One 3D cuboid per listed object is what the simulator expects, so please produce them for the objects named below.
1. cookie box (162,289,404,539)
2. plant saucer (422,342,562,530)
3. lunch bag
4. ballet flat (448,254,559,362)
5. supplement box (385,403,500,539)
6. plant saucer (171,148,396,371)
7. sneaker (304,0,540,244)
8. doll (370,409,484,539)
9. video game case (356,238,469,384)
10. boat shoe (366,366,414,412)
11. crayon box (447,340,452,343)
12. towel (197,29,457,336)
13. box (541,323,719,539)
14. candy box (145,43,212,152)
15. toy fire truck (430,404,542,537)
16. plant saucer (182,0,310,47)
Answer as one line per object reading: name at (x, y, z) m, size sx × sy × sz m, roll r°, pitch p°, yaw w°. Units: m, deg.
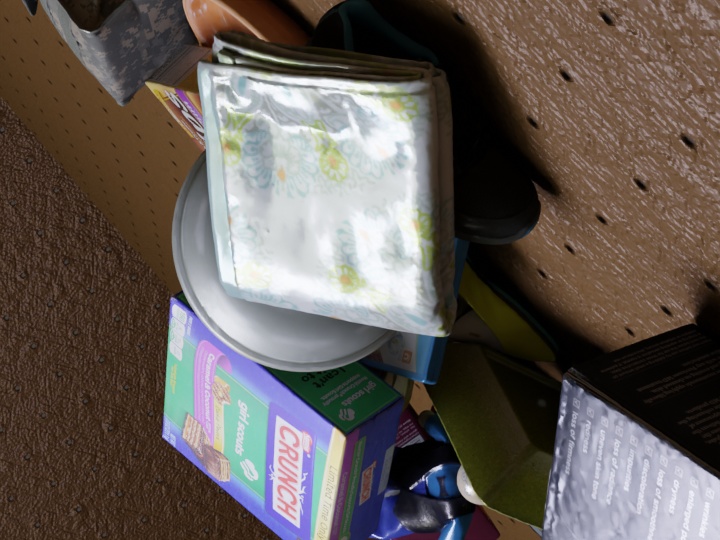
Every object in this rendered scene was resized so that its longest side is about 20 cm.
cookie box at (-0.069, 0.121, 1.255) m, size 0.199 × 0.075 × 0.172 m, roll 35°, pitch 137°, yaw 26°
plant saucer at (0.154, 0.139, 1.233) m, size 0.199 × 0.048 × 0.200 m, roll 26°, pitch -159°, yaw -29°
lunch bag at (-0.247, -0.272, 1.343) m, size 0.200 × 0.117 × 0.164 m, roll 50°, pitch 170°, yaw 12°
ballet flat at (0.080, 0.018, 1.268) m, size 0.200 × 0.067 × 0.067 m, roll 48°, pitch 173°, yaw -11°
supplement box at (0.038, 0.188, 1.458) m, size 0.111 × 0.085 × 0.200 m, roll 54°, pitch 180°, yaw -39°
plant saucer at (-0.039, -0.027, 1.132) m, size 0.200 × 0.200 × 0.050 m, roll 46°, pitch 166°, yaw -2°
sneaker at (0.042, -0.096, 1.008) m, size 0.200 × 0.073 × 0.082 m, roll 41°, pitch 156°, yaw 2°
doll at (0.053, 0.187, 1.271) m, size 0.199 × 0.048 × 0.138 m, roll -23°, pitch 71°, yaw 51°
video game case at (0.000, 0.000, 1.230) m, size 0.199 × 0.144 × 0.018 m, roll 13°, pitch 180°, yaw 43°
boat shoe at (0.015, 0.032, 1.310) m, size 0.074 × 0.201 × 0.068 m, roll -9°, pitch 147°, yaw 24°
crayon box at (0.016, 0.087, 1.394) m, size 0.058 × 0.200 × 0.119 m, roll 47°, pitch 169°, yaw 0°
towel at (-0.021, -0.054, 1.009) m, size 0.170 × 0.048 × 0.201 m, roll 12°, pitch 125°, yaw 24°
box at (0.222, 0.173, 0.946) m, size 0.196 × 0.123 × 0.202 m, roll 37°, pitch 132°, yaw 45°
candy box at (-0.099, -0.125, 1.274) m, size 0.117 × 0.056 × 0.200 m, roll 51°, pitch 169°, yaw -24°
toy fire truck at (0.131, 0.157, 1.369) m, size 0.176 × 0.129 × 0.200 m, roll 42°, pitch 171°, yaw 24°
plant saucer at (-0.066, -0.162, 1.254) m, size 0.200 × 0.037 × 0.200 m, roll 45°, pitch 169°, yaw 11°
